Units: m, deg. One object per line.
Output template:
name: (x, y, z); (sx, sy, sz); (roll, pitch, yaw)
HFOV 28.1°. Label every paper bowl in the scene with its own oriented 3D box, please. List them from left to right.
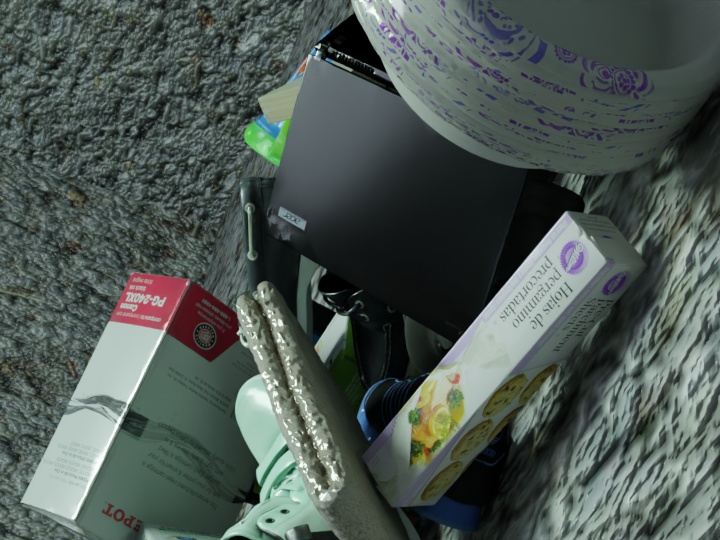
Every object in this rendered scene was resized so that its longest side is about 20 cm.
paper bowl: (0.087, -0.135, 0.738); (0.105, 0.199, 0.202); (122, 163, -48)

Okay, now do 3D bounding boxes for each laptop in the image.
laptop: (0.058, -0.084, 0.871); (0.200, 0.177, 0.104); (-42, -37, -26)

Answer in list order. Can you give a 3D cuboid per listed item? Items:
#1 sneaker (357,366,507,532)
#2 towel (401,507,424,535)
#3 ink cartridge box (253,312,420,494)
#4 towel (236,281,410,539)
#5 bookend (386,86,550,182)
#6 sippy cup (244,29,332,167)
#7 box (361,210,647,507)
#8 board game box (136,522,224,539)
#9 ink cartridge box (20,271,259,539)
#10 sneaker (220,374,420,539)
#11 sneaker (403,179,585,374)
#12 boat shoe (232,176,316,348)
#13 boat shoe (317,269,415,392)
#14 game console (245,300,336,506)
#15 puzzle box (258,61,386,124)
sneaker: (0.051, 0.095, 0.929); (0.078, 0.070, 0.200); (-67, 17, 9)
towel: (0.000, 0.232, 1.082); (0.200, 0.022, 0.148); (-165, 93, -79)
ink cartridge box: (-0.015, 0.090, 1.186); (0.148, 0.075, 0.200); (-57, 13, 24)
towel: (-0.019, 0.107, 0.860); (0.034, 0.133, 0.200); (-30, 39, 2)
bookend: (0.082, -0.097, 1.029); (0.200, 0.091, 0.200); (-112, 29, -59)
sippy cup: (-0.020, -0.145, 1.336); (0.131, 0.139, 0.178); (-60, 22, 8)
box: (0.074, 0.053, 0.787); (0.200, 0.041, 0.039); (-52, 55, 27)
board game box: (-0.069, 0.236, 0.971); (0.200, 0.146, 0.065); (-155, 77, -71)
ink cartridge box: (-0.149, 0.125, 1.107); (0.083, 0.145, 0.201); (7, 66, 44)
sneaker: (-0.055, 0.142, 0.960); (0.201, 0.118, 0.074); (47, 125, 36)
sneaker: (0.075, 0.027, 0.903); (0.200, 0.075, 0.091); (119, 160, -54)
boat shoe: (-0.063, 0.022, 1.047); (0.076, 0.060, 0.202); (-92, 6, -68)
boat shoe: (0.001, 0.000, 1.013); (0.074, 0.066, 0.201); (33, 125, 54)
game console: (-0.054, 0.111, 1.286); (0.172, 0.118, 0.202); (128, 158, -71)
puzzle box: (0.026, -0.178, 1.198); (0.199, 0.026, 0.133); (-32, 14, -34)
